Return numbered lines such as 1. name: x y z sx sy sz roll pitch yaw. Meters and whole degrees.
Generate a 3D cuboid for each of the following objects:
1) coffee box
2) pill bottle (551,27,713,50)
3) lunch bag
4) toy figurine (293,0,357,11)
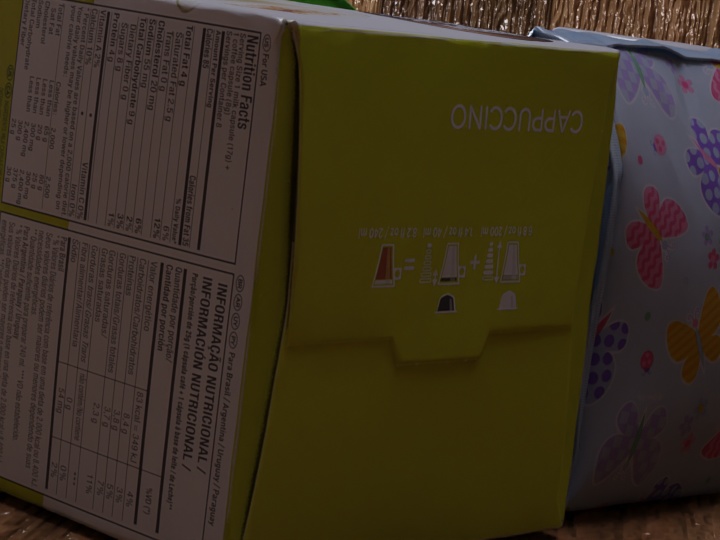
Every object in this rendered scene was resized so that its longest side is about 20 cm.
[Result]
1. coffee box: -0.038 -0.007 0.900 0.197 0.202 0.199 14 10 42
2. pill bottle: 0.161 -0.049 1.445 0.111 0.202 0.111 8 7 -1
3. lunch bag: 0.111 -0.005 1.015 0.127 0.202 0.169 18 13 39
4. toy figurine: -0.114 -0.074 1.212 0.199 0.151 0.184 -12 -17 -43
